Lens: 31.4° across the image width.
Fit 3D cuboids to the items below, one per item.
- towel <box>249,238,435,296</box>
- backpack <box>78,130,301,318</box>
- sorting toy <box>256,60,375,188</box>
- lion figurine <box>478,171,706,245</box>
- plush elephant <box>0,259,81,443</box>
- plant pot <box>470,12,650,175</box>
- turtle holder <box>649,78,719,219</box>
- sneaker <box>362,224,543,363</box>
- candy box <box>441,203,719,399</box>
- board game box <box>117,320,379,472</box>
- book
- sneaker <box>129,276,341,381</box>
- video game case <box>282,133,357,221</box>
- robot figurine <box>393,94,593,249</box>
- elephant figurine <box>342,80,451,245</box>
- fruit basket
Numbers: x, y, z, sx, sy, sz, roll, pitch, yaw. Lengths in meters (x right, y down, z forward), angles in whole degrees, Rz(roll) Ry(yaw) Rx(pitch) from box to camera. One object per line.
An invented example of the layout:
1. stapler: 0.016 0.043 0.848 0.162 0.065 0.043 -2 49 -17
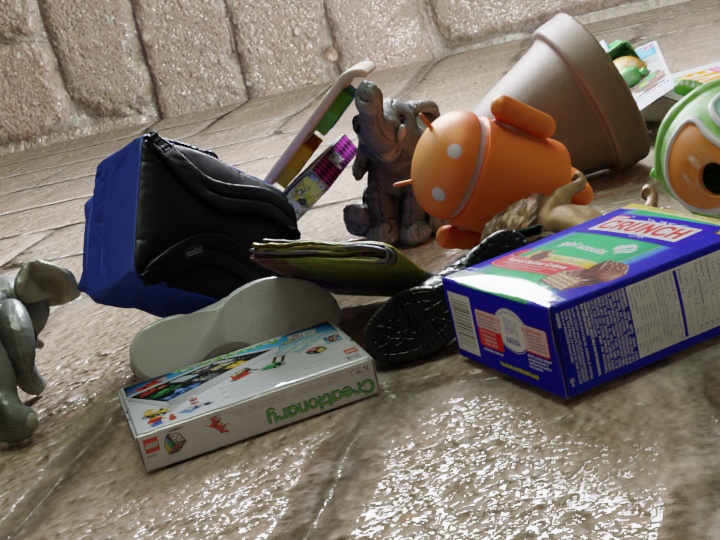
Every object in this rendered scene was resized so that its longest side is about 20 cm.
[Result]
1. towel: 0.000 0.000 1.172 0.142 0.023 0.200 1 -9 23
2. backpack: -0.166 -0.027 1.260 0.198 0.165 0.167 15 -21 -36
3. sorting toy: -0.054 -0.157 1.467 0.200 0.036 0.185 -48 5 11
4. lion figurine: 0.212 -0.035 1.200 0.122 0.073 0.199 -34 27 -34
5. plush elephant: -0.349 0.065 1.211 0.163 0.203 0.154 -15 -6 25
6. plant pot: 0.220 -0.178 1.529 0.173 0.201 0.200 -31 15 0
7. turtle holder: 0.374 -0.099 1.205 0.184 0.142 0.132 22 19 -23
8. sneaker: 0.091 0.021 1.126 0.199 0.060 0.104 -35 -8 -3
9. candy box: 0.192 0.017 1.009 0.198 0.078 0.169 -19 15 -21
10. board game box: -0.096 0.100 1.059 0.198 0.035 0.126 -18 16 -13
11. book: 0.499 -0.252 1.791 0.198 0.049 0.133 -19 21 -19
12. sneaker: -0.118 0.059 1.186 0.198 0.076 0.089 -12 -11 -14
13. video game case: -0.088 -0.072 1.517 0.181 0.036 0.200 -43 6 19
14. robot figurine: 0.136 -0.092 1.311 0.198 0.118 0.144 17 -29 -14
15. elephant figurine: 0.041 -0.139 1.465 0.140 0.202 0.155 -19 22 -23
16. fruit basket: 0.327 -0.236 1.725 0.184 0.094 0.200 -32 15 20
